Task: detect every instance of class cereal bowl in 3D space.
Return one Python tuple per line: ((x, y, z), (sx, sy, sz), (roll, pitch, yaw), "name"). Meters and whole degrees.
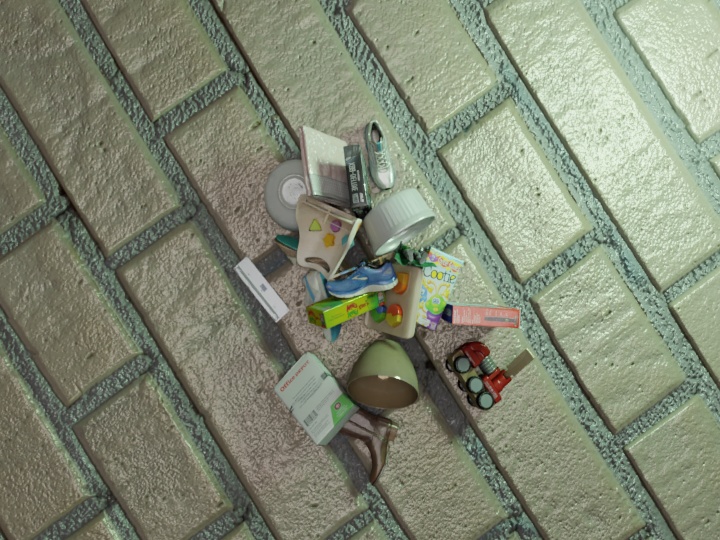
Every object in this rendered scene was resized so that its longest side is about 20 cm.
((-0.183, -0.216, 1.556), (0.192, 0.083, 0.208), (0, 88, 1), "cereal bowl")

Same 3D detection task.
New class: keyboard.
((-0.285, 0.055, 1.586), (0.056, 0.011, 0.201), (-39, 89, -6), "keyboard")

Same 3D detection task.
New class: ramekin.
((0.100, -0.135, 1.499), (0.197, 0.201, 0.100), (-31, 81, -1), "ramekin")

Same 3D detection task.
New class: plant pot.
((0.065, 0.272, 1.504), (0.193, 0.203, 0.138), (7, 53, 0), "plant pot")

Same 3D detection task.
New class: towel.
((-0.089, -0.281, 1.503), (0.031, 0.198, 0.198), (-12, 81, 32), "towel")

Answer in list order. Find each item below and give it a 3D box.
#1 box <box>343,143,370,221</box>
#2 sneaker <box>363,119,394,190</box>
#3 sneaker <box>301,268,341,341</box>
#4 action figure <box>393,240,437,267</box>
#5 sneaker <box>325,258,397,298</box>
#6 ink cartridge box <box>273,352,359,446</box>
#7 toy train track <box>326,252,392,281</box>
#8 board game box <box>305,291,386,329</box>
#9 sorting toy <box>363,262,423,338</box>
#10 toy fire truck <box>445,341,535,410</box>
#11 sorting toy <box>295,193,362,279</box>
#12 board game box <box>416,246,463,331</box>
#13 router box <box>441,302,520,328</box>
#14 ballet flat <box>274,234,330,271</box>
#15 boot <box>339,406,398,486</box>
((-0.004, -0.231, 1.492), (0.048, 0.200, 0.164), (-7, 83, 5), "box")
((0.050, -0.330, 1.557), (0.073, 0.087, 0.207), (-16, 89, -2), "sneaker")
((-0.109, 0.102, 1.557), (0.078, 0.076, 0.207), (-12, 94, 25), "sneaker")
((0.133, -0.045, 1.492), (0.114, 0.200, 0.057), (16, 96, -9), "action figure")
((-0.002, 0.014, 1.462), (0.193, 0.079, 0.092), (-13, 104, 5), "sneaker")
((-0.121, 0.351, 1.508), (0.146, 0.084, 0.200), (-44, 68, -1), "ink cartridge box")
((0.000, 0.000, 1.528), (0.194, 0.115, 0.034), (-21, 93, -6), "toy train track")
((-0.038, 0.093, 1.481), (0.196, 0.100, 0.049), (-21, 105, -31), "board game box")
((0.082, 0.076, 1.506), (0.036, 0.197, 0.192), (11, 88, -38), "sorting toy")
((0.365, 0.264, 1.529), (0.197, 0.129, 0.179), (-34, 88, -13), "toy fire truck")
((-0.096, -0.080, 1.487), (0.196, 0.106, 0.185), (25, 96, 26), "sorting toy")
((0.197, 0.051, 1.535), (0.100, 0.105, 0.205), (23, 88, 1), "board game box")
((0.319, 0.119, 1.485), (0.173, 0.200, 0.051), (4, 89, 0), "router box")
((-0.157, -0.041, 1.562), (0.194, 0.068, 0.069), (18, 116, 3), "ballet flat")
((-0.011, 0.477, 1.543), (0.195, 0.064, 0.191), (23, 76, -3), "boot")
